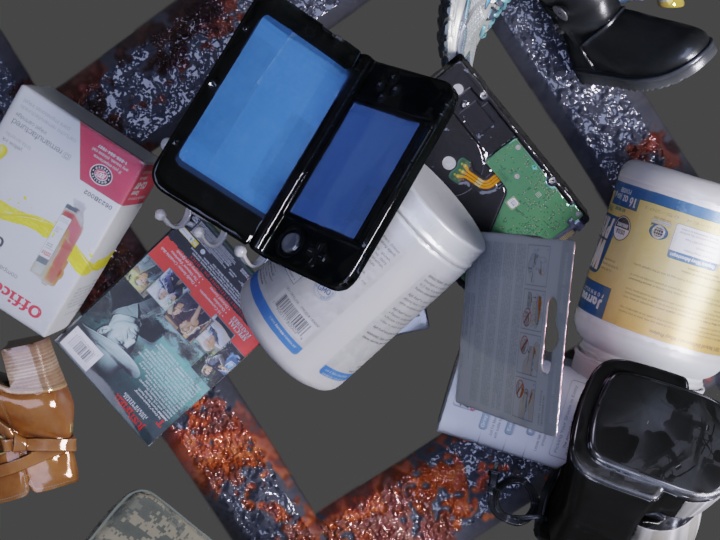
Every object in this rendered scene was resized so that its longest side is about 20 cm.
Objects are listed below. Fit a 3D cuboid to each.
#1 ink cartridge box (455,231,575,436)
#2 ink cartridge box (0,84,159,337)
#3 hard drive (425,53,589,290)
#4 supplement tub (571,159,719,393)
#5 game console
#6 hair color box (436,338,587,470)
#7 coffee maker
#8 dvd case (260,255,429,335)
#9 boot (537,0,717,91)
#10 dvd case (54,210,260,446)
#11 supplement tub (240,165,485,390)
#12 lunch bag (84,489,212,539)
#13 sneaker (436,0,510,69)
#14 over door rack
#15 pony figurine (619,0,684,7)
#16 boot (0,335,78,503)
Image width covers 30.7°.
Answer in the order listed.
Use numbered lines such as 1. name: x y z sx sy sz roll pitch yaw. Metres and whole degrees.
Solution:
1. ink cartridge box: 0.146 0.050 1.135 0.047 0.200 0.162 5 92 -21
2. ink cartridge box: -0.306 -0.058 1.278 0.144 0.083 0.201 32 98 1
3. hard drive: 0.103 -0.084 1.233 0.139 0.038 0.200 -38 104 18
4. supplement tub: 0.281 0.012 1.202 0.143 0.145 0.202 17 97 3
5. game console: -0.046 -0.112 1.103 0.175 0.116 0.201 24 81 43
6. hair color box: 0.182 0.133 1.267 0.198 0.061 0.100 17 97 2
7. coffee maker: 0.213 0.180 1.125 0.190 0.201 0.136 -3 56 -1
8. dvd case: -0.024 -0.027 1.277 0.149 0.025 0.202 -12 93 -1
9. boot: 0.204 -0.255 1.145 0.066 0.164 0.201 -46 117 -24
10. dvd case: -0.188 0.057 1.312 0.200 0.022 0.146 -43 91 7
11. supplement tub: 0.000 0.000 1.182 0.200 0.132 0.132 -42 91 15
12. lunch bag: -0.204 0.342 1.286 0.199 0.140 0.168 38 140 1
13. sneaker: 0.122 -0.270 1.221 0.085 0.078 0.202 9 99 -3
14. over door rack: -0.114 -0.120 1.216 0.147 0.066 0.202 24 92 45
15. pony figurine: 0.269 -0.342 1.174 0.191 0.167 0.202 -3 111 -3
16. boot: -0.384 0.158 1.323 0.198 0.077 0.157 -11 99 -1
